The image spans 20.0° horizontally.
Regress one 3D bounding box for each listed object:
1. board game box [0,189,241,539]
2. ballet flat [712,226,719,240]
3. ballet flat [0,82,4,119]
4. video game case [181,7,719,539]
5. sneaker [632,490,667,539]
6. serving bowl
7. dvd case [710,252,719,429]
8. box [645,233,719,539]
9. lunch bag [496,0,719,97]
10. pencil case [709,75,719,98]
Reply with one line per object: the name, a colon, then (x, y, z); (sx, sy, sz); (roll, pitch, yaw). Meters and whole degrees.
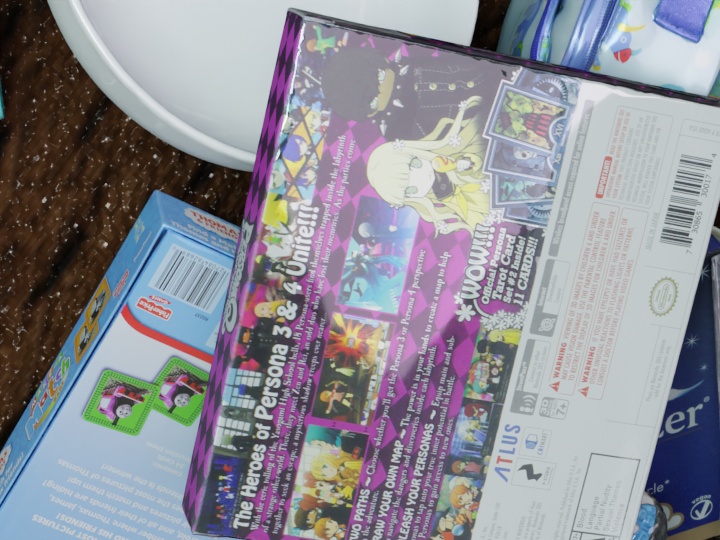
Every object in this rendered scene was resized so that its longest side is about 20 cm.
board game box: (-0.066, 0.083, 0.838); (0.151, 0.037, 0.201); (24, 110, -24)
ballet flat: (0.130, -0.006, 0.953); (0.199, 0.067, 0.063); (29, 67, -31)
ballet flat: (-0.182, -0.149, 0.789); (0.065, 0.070, 0.202); (-7, 95, -9)
video game case: (0.038, 0.015, 0.784); (0.180, 0.036, 0.202); (9, 101, -16)
sneaker: (0.039, 0.143, 0.891); (0.199, 0.087, 0.075); (-32, 134, 2)
serving bowl: (-0.050, -0.132, 0.836); (0.199, 0.066, 0.202); (8, 76, -32)
dvd case: (0.206, 0.050, 0.948); (0.200, 0.016, 0.150); (-20, 107, -59)
box: (0.103, 0.054, 0.909); (0.120, 0.032, 0.201); (-16, 124, -14)
lunch bag: (0.128, -0.148, 0.872); (0.082, 0.161, 0.201); (23, 88, -9)
pencil case: (0.205, -0.142, 0.934); (0.088, 0.088, 0.201); (21, 98, -25)
